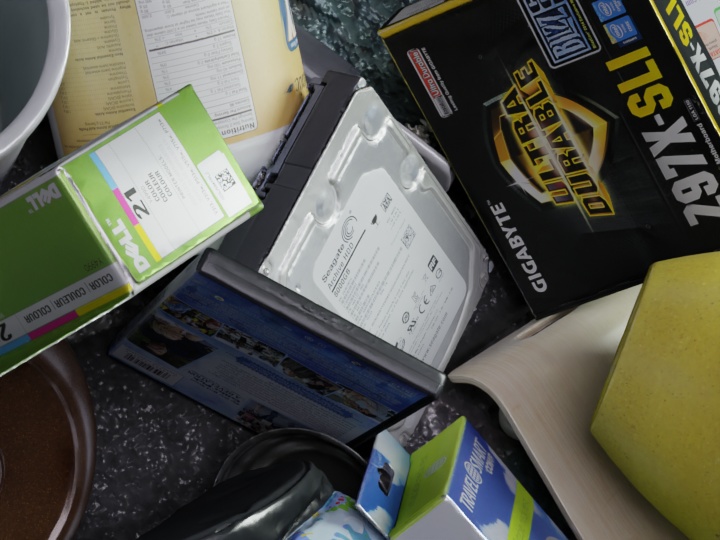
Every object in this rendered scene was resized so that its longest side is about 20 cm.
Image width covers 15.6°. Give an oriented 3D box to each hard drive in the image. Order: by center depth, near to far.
[{"bbox_3d":[0.000,0.000,1.462,0.140,0.038,0.200,-62,143,-20],"label":"hard drive"}]

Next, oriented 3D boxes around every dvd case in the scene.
[{"bbox_3d":[-0.049,0.051,1.415,0.143,0.200,0.018,28,68,-10],"label":"dvd case"}]

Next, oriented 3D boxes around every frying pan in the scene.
[{"bbox_3d":[0.002,0.161,1.453,0.190,0.031,0.115,32,114,12],"label":"frying pan"}]

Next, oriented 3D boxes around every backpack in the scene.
[{"bbox_3d":[-0.024,0.210,1.372,0.163,0.154,0.200,-27,100,-54],"label":"backpack"}]

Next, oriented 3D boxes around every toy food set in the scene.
[{"bbox_3d":[0.155,0.113,1.548,0.143,0.060,0.200,-30,89,-32],"label":"toy food set"}]

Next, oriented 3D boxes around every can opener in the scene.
[{"bbox_3d":[-0.029,-0.100,1.536,0.200,0.053,0.066,41,66,-4],"label":"can opener"}]

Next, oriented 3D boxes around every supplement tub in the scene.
[{"bbox_3d":[-0.106,-0.117,1.446,0.144,0.145,0.200,-17,104,-20],"label":"supplement tub"}]

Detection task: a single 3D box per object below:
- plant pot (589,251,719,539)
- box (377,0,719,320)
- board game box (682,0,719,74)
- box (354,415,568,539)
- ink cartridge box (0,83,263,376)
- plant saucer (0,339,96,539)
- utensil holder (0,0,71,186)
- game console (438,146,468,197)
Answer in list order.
[{"bbox_3d":[0.210,0.068,1.462,0.142,0.200,0.200,20,71,4],"label":"plant pot"},{"bbox_3d":[0.127,-0.086,1.502,0.200,0.160,0.049,61,29,-16],"label":"box"},{"bbox_3d":[0.217,-0.093,1.553,0.153,0.040,0.200,-25,108,2],"label":"board game box"},{"bbox_3d":[0.083,0.167,1.420,0.048,0.122,0.200,-38,99,16],"label":"box"},{"bbox_3d":[-0.168,0.000,1.309,0.200,0.148,0.076,-35,97,-40],"label":"ink cartridge box"},{"bbox_3d":[-0.219,0.107,1.390,0.200,0.032,0.201,-8,104,-35],"label":"plant saucer"},{"bbox_3d":[-0.251,-0.103,1.387,0.170,0.200,0.170,3,77,-14],"label":"utensil holder"},{"bbox_3d":[0.171,-0.113,1.572,0.200,0.176,0.116,20,44,-12],"label":"game console"}]
